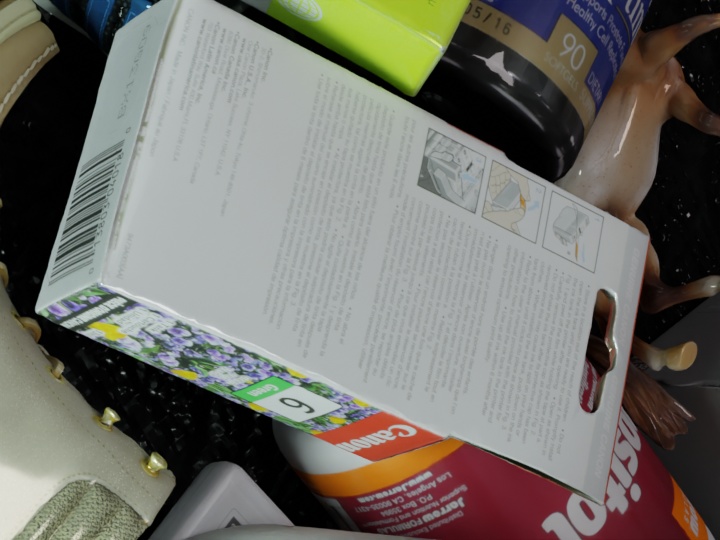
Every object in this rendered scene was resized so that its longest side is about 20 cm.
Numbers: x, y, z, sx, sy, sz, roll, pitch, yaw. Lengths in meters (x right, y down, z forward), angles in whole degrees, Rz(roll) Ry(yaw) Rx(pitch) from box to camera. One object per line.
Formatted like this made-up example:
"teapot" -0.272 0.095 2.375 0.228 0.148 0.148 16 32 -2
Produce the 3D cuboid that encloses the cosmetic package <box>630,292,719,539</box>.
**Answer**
"cosmetic package" 0.196 0.109 1.006 0.090 0.107 0.200 -32 108 -30

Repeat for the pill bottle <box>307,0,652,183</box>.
"pill bottle" 0.069 -0.141 0.921 0.112 0.112 0.200 36 70 -28

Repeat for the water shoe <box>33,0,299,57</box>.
"water shoe" -0.065 -0.103 0.849 0.072 0.079 0.200 -49 114 -25

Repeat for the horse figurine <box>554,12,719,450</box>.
"horse figurine" 0.109 -0.035 0.953 0.050 0.132 0.200 7 98 -37

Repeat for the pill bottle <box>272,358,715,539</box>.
"pill bottle" 0.065 0.099 0.913 0.113 0.113 0.200 -48 114 -25

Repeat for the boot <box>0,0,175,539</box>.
"boot" -0.120 0.019 0.787 0.155 0.072 0.200 40 56 -12

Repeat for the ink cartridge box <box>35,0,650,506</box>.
"ink cartridge box" 0.000 0.000 0.804 0.200 0.050 0.109 26 63 -26

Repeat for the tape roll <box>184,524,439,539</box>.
"tape roll" 0.003 0.184 0.769 0.202 0.139 0.203 2 87 -36

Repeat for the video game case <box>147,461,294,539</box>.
"video game case" -0.050 0.199 0.829 0.182 0.023 0.200 49 62 -23

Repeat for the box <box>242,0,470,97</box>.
"box" -0.040 -0.160 0.816 0.200 0.048 0.122 28 66 -5
